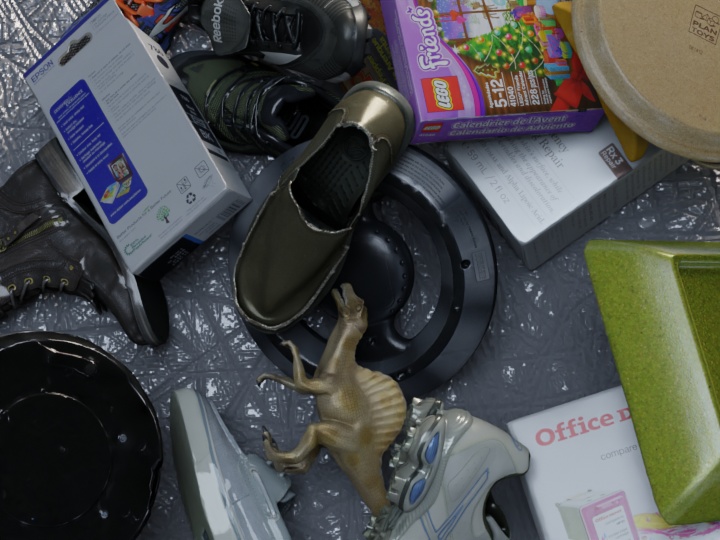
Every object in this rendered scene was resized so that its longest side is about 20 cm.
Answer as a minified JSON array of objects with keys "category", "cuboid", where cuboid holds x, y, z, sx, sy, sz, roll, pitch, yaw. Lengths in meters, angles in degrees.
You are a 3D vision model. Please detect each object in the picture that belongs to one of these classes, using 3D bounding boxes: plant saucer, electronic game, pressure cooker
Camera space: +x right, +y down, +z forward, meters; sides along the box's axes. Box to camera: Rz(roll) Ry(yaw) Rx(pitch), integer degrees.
[{"category":"plant saucer","cuboid":[0.262,0.062,1.330,0.199,0.048,0.200,0,65,-34]},{"category":"electronic game","cuboid":[0.000,0.000,1.417,0.200,0.042,0.200,5,107,17]},{"category":"pressure cooker","cuboid":[-0.245,0.132,1.378,0.176,0.200,0.179,4,84,-23]}]

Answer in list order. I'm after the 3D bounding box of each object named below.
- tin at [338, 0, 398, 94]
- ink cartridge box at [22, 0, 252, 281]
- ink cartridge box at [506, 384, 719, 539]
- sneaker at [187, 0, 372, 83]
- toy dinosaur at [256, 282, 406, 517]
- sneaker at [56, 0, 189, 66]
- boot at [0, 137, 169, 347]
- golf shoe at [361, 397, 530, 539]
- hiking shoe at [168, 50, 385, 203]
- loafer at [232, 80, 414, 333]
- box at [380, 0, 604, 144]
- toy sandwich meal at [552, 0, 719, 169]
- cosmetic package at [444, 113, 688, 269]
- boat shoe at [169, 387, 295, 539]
[{"category":"tin","cuboid":[0.009,-0.197,1.480,0.112,0.042,0.200,-44,69,36]},{"category":"ink cartridge box","cuboid":[-0.165,-0.098,1.457,0.099,0.039,0.200,-39,63,17]},{"category":"ink cartridge box","cuboid":[0.196,0.179,1.355,0.144,0.085,0.200,-18,72,3]},{"category":"sneaker","cuboid":[-0.066,-0.176,1.437,0.090,0.200,0.067,-2,106,-29]},{"category":"toy dinosaur","cuboid":[-0.015,0.113,1.382,0.101,0.058,0.200,-11,95,3]},{"category":"sneaker","cuboid":[-0.161,-0.213,1.517,0.200,0.078,0.075,-44,73,-5]},{"category":"boot","cuboid":[-0.251,0.015,1.484,0.174,0.069,0.200,-35,69,4]},{"category":"golf shoe","cuboid":[0.050,0.186,1.349,0.097,0.078,0.200,18,119,-6]},{"category":"hiking shoe","cuboid":[-0.063,-0.122,1.466,0.200,0.101,0.076,23,77,13]},{"category":"loafer","cuboid":[-0.036,-0.039,1.356,0.075,0.070,0.200,32,113,7]},{"category":"box","cuboid":[0.085,-0.189,1.404,0.137,0.039,0.200,-6,68,-14]},{"category":"toy sandwich meal","cuboid":[0.220,-0.160,1.374,0.205,0.070,0.206,6,69,-17]},{"category":"cosmetic package","cuboid":[0.172,-0.101,1.442,0.200,0.074,0.102,-36,73,-1]},{"category":"boat shoe","cuboid":[-0.080,0.172,1.414,0.071,0.070,0.201,-14,67,-20]}]
